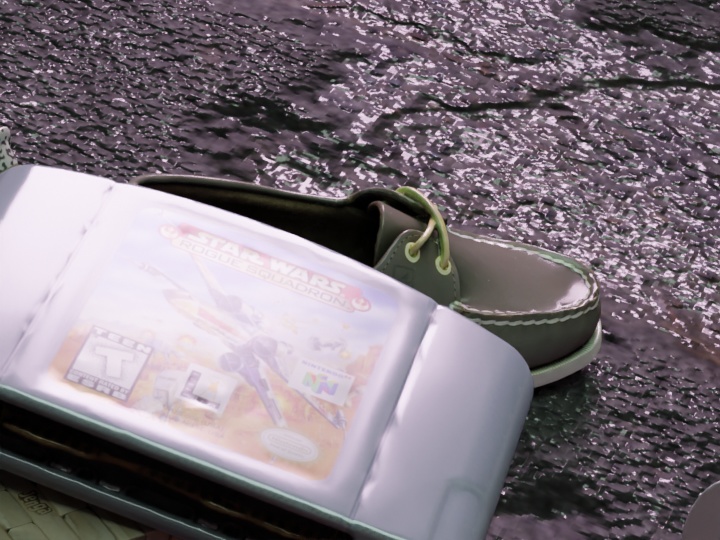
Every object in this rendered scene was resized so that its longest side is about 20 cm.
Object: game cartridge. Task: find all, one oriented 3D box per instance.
[{"bbox_3d":[-0.046,0.033,0.922,0.199,0.042,0.133,20,40,2],"label":"game cartridge"}]

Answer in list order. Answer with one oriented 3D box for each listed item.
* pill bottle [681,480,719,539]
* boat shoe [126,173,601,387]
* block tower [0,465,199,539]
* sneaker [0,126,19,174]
[{"bbox_3d":[0.211,0.093,0.958,0.199,0.113,0.113,-8,39,-30],"label":"pill bottle"},{"bbox_3d":[0.000,0.002,1.065,0.201,0.060,0.072,4,34,-14],"label":"boat shoe"},{"bbox_3d":[-0.078,0.087,0.916,0.199,0.054,0.058,-15,43,-35],"label":"block tower"},{"bbox_3d":[-0.127,-0.003,1.000,0.199,0.089,0.077,24,34,15],"label":"sneaker"}]
